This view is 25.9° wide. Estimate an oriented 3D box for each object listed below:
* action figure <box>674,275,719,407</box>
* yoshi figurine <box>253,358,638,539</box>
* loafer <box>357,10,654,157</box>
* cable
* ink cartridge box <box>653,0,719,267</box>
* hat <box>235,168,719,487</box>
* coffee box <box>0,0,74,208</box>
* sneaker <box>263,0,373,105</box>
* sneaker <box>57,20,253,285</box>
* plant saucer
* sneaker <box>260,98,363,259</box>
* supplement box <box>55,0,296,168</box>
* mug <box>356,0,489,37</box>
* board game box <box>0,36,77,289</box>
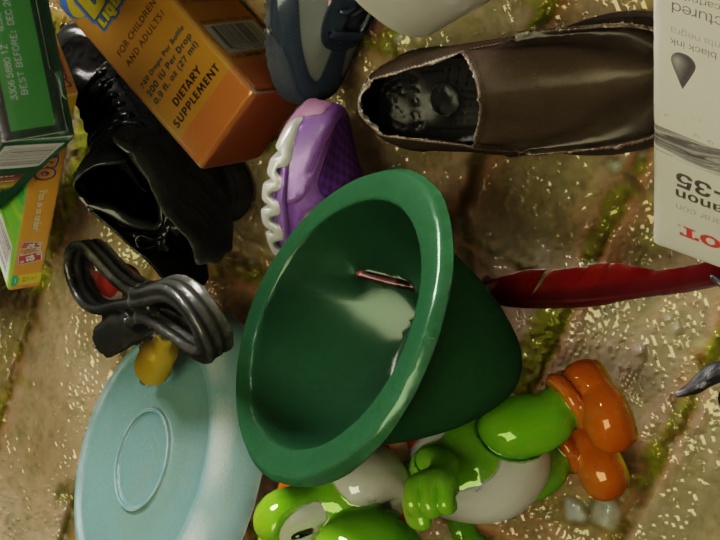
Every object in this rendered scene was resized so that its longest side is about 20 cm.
[{"bbox_3d":[0.230,0.088,0.745,0.119,0.102,0.200,-25,92,2],"label":"action figure"},{"bbox_3d":[0.048,0.125,0.808,0.200,0.112,0.113,-19,97,-8],"label":"yoshi figurine"},{"bbox_3d":[0.084,-0.087,0.810,0.200,0.071,0.073,-6,100,32],"label":"loafer"},{"bbox_3d":[-0.113,0.013,0.866,0.200,0.050,0.097,-22,93,62],"label":"cable"},{"bbox_3d":[0.207,-0.074,0.671,0.146,0.083,0.200,22,150,25],"label":"ink cartridge box"},{"bbox_3d":[0.060,0.052,0.808,0.200,0.176,0.166,-14,59,53],"label":"hat"},{"bbox_3d":[-0.216,-0.107,0.890,0.200,0.044,0.123,-19,81,64],"label":"coffee box"},{"bbox_3d":[0.004,-0.175,0.836,0.082,0.070,0.200,24,116,26],"label":"sneaker"},{"bbox_3d":[-0.136,-0.073,0.929,0.200,0.104,0.060,47,121,12],"label":"sneaker"},{"bbox_3d":[-0.124,0.117,0.953,0.200,0.027,0.201,-28,53,46],"label":"plant saucer"},{"bbox_3d":[0.000,0.000,0.883,0.088,0.080,0.201,5,116,24],"label":"sneaker"},{"bbox_3d":[-0.122,-0.154,0.922,0.200,0.069,0.067,49,121,15],"label":"supplement box"},{"bbox_3d":[0.049,-0.225,0.682,0.175,0.148,0.200,-27,127,26],"label":"mug"},{"bbox_3d":[-0.207,-0.086,0.957,0.096,0.030,0.200,65,152,30],"label":"board game box"}]
